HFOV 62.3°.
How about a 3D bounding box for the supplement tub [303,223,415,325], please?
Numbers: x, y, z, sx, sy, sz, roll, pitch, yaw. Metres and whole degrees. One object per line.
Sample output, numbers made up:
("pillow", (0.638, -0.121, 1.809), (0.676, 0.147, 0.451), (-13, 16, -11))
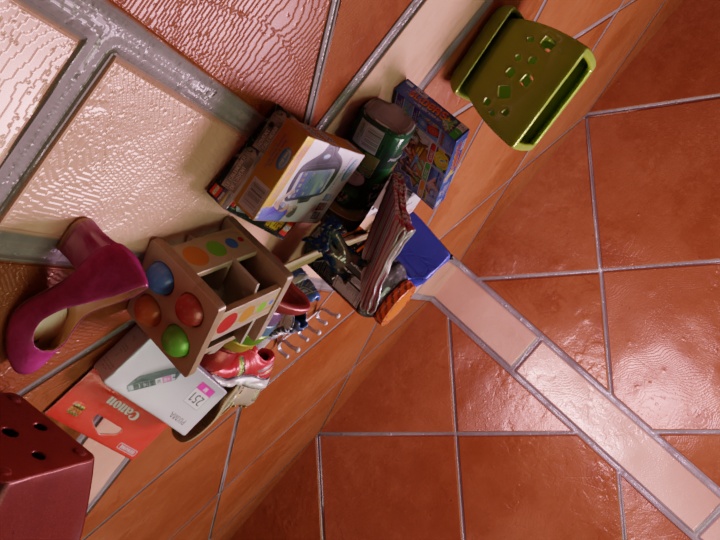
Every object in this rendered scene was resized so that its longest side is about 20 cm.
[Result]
("supplement tub", (0.000, 0.000, 1.103), (0.123, 0.200, 0.123), (-44, 166, -14))

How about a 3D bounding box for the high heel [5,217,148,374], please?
("high heel", (-0.286, 0.052, 0.601), (0.201, 0.096, 0.067), (-52, 165, 14))

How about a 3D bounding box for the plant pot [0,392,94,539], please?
("plant pot", (-0.396, 0.237, 0.600), (0.178, 0.198, 0.200), (-60, 165, 0))

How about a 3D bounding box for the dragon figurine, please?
("dragon figurine", (-0.045, -0.040, 0.862), (0.059, 0.100, 0.200), (-39, -162, -5))

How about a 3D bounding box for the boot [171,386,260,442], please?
("boot", (-0.282, 0.268, 1.214), (0.201, 0.072, 0.156), (-52, 163, -10))

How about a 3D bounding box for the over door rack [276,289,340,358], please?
("over door rack", (-0.107, 0.106, 1.329), (0.147, 0.066, 0.201), (-39, 163, -36))

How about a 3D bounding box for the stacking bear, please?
("stacking bear", (-0.195, 0.081, 0.937), (0.200, 0.122, 0.113), (-45, 161, 20))

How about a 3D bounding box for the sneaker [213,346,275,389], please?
("sneaker", (-0.229, 0.158, 1.076), (0.199, 0.076, 0.086), (22, 93, -59))

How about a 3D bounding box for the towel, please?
("towel", (0.036, -0.045, 0.877), (0.201, 0.030, 0.148), (-87, -162, -61))

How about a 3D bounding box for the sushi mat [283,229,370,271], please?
("sushi mat", (-0.075, -0.027, 1.004), (0.198, 0.012, 0.095), (-23, 175, 24))

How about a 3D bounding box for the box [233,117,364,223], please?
("box", (-0.067, -0.119, 0.765), (0.120, 0.041, 0.199), (-53, 163, 16))

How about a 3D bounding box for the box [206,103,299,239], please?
("box", (-0.107, -0.121, 0.796), (0.137, 0.040, 0.200), (-50, 166, 2))

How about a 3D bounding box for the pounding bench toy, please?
("pounding bench toy", (-0.213, 0.058, 0.776), (0.155, 0.124, 0.201), (-28, 155, -54))

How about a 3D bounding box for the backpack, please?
("backpack", (0.090, -0.029, 1.400), (0.167, 0.163, 0.200), (-35, 176, -13))

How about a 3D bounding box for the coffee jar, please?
("coffee jar", (0.003, -0.157, 0.925), (0.201, 0.085, 0.105), (-58, 178, 35))

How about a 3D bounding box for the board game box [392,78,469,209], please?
("board game box", (0.103, -0.206, 1.009), (0.034, 0.135, 0.201), (-41, 165, -21))

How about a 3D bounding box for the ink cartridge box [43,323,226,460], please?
("ink cartridge box", (-0.309, 0.186, 0.849), (0.174, 0.043, 0.201), (-46, 143, -13))

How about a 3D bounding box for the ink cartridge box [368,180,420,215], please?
("ink cartridge box", (0.092, -0.171, 1.184), (0.201, 0.066, 0.116), (-57, 169, 27))

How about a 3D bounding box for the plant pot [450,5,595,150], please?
("plant pot", (0.289, -0.353, 1.088), (0.200, 0.181, 0.199), (-55, 164, 22))

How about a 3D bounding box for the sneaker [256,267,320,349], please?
("sneaker", (-0.149, 0.096, 1.140), (0.201, 0.085, 0.077), (-53, 165, 18))
